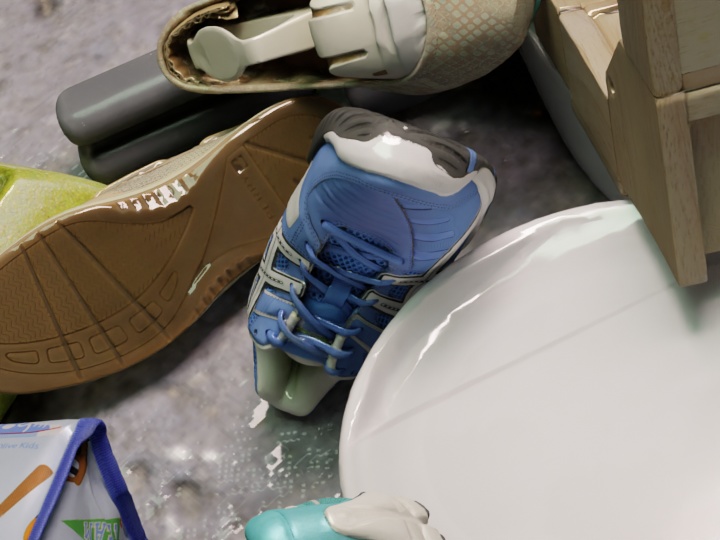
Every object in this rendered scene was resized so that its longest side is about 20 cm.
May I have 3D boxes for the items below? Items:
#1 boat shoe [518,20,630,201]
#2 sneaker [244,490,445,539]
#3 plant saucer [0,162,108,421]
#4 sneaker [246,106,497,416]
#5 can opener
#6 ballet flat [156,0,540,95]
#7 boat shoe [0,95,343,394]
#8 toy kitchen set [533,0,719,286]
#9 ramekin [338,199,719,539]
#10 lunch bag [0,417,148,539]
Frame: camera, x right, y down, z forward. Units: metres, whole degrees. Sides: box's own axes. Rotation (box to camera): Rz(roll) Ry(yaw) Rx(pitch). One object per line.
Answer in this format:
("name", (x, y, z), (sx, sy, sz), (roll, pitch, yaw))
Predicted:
("boat shoe", (0.100, -0.109, 1.029), (0.064, 0.071, 0.200), (-23, 44, 2))
("sneaker", (-0.046, 0.145, 0.798), (0.079, 0.200, 0.078), (5, 39, -37))
("plant saucer", (-0.234, 0.010, 1.068), (0.199, 0.048, 0.200), (11, 55, 28))
("sneaker", (0.000, 0.000, 0.910), (0.076, 0.200, 0.077), (21, 68, -1))
("can opener", (-0.039, -0.087, 1.076), (0.200, 0.053, 0.067), (-23, 45, 1))
("ballet flat", (-0.011, -0.097, 0.976), (0.062, 0.068, 0.200), (-25, 13, -39))
("boat shoe", (-0.089, -0.011, 1.026), (0.200, 0.072, 0.065), (-33, 7, -9))
("toy kitchen set", (0.154, -0.134, 0.853), (0.163, 0.181, 0.200), (-15, 34, -4))
("ramekin", (0.098, 0.077, 0.850), (0.202, 0.094, 0.203), (-11, 48, 12))
("lunch bag", (-0.178, 0.163, 0.858), (0.170, 0.124, 0.200), (-7, 38, 22))
